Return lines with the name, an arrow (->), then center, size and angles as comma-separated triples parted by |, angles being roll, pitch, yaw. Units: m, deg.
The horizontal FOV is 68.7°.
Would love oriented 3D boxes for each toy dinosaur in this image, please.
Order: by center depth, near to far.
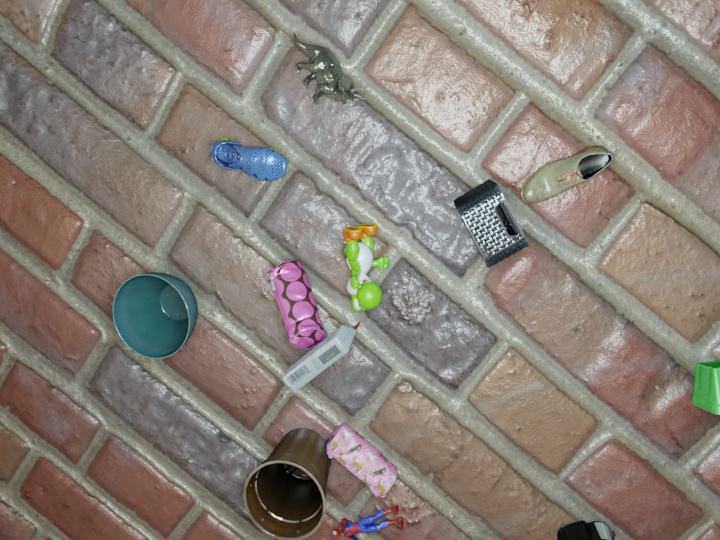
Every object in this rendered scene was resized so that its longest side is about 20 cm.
toy dinosaur -> -0.078, -0.432, 1.156 | 0.101, 0.077, 0.203 | -31, 91, 2

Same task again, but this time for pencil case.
pencil case -> -0.151, 0.079, 1.215 | 0.091, 0.092, 0.203 | -44, 57, 31
pencil case -> 0.003, 0.476, 1.321 | 0.199, 0.083, 0.087 | 40, 104, -2

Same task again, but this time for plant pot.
plant pot -> -0.478, 0.095, 1.289 | 0.194, 0.135, 0.206 | 2, 102, 9
plant pot -> -0.159, 0.505, 1.293 | 0.194, 0.198, 0.206 | 2, 103, 9

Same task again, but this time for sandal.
sandal -> -0.261, -0.253, 1.207 | 0.194, 0.087, 0.082 | 11, 102, 5

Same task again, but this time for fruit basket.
fruit basket -> 0.832, 0.291, 1.109 | 0.209, 0.155, 0.223 | -1, 87, 12

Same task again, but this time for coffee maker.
coffee maker -> 0.525, 0.694, 1.222 | 0.186, 0.200, 0.139 | 1, 100, 6

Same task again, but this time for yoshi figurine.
yoshi figurine -> 0.013, 0.002, 1.208 | 0.109, 0.112, 0.206 | -1, 105, 2

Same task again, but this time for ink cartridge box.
ink cartridge box -> -0.084, 0.179, 1.208 | 0.161, 0.200, 0.057 | -39, 99, 15

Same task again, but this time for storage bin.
storage bin -> 0.266, -0.102, 1.094 | 0.092, 0.200, 0.137 | -28, 97, 14

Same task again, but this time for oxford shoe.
oxford shoe -> 0.432, -0.204, 1.111 | 0.197, 0.075, 0.071 | -31, 97, 14

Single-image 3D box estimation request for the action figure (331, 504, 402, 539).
action figure -> 0.008, 0.674, 1.358 | 0.195, 0.099, 0.067 | -20, 97, 15
